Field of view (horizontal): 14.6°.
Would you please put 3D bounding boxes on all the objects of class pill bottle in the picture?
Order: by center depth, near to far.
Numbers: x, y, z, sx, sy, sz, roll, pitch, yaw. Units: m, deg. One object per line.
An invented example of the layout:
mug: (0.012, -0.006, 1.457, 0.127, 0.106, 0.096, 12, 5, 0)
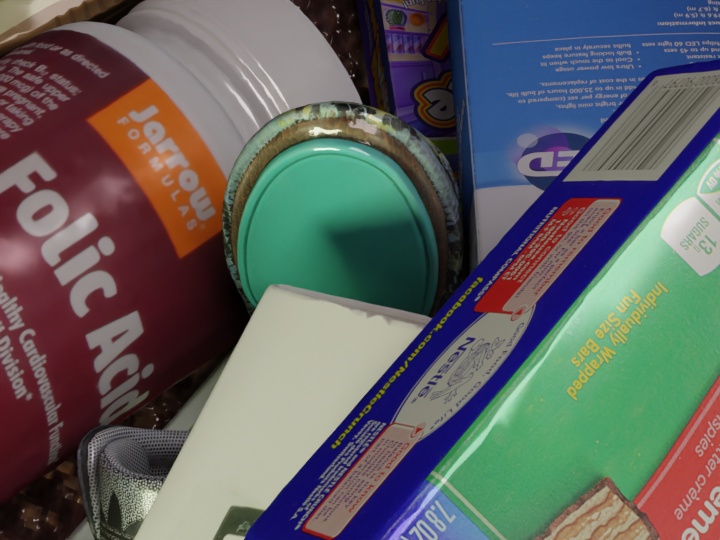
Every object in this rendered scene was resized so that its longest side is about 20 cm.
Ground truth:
pill bottle: (-0.098, -0.005, 0.850, 0.200, 0.114, 0.114, -35, 85, -28)

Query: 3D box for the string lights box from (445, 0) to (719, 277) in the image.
string lights box: (0.079, -0.053, 0.849, 0.103, 0.059, 0.200, -1, 45, 0)

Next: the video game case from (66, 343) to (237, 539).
video game case: (-0.026, 0.117, 0.886, 0.143, 0.018, 0.200, 42, 61, -2)

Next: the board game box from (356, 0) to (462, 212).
board game box: (0.101, -0.088, 0.966, 0.200, 0.045, 0.135, -3, 61, -9)

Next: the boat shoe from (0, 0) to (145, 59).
boat shoe: (-0.091, -0.106, 0.917, 0.200, 0.073, 0.063, -25, 77, -25)

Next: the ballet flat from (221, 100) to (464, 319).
ballet flat: (0.000, 0.000, 0.833, 0.074, 0.200, 0.074, 0, 53, 0)

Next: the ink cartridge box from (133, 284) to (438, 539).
ink cartridge box: (0.002, 0.125, 0.745, 0.146, 0.084, 0.200, 34, 78, -33)

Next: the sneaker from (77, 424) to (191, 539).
sneaker: (-0.069, 0.112, 0.792, 0.200, 0.075, 0.114, -36, 126, -33)

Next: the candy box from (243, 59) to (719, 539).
candy box: (0.101, 0.076, 0.684, 0.200, 0.077, 0.169, 45, 76, -17)
